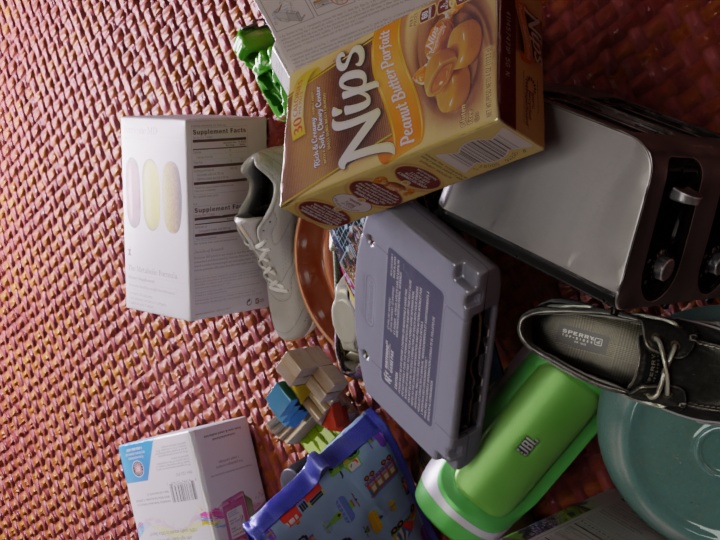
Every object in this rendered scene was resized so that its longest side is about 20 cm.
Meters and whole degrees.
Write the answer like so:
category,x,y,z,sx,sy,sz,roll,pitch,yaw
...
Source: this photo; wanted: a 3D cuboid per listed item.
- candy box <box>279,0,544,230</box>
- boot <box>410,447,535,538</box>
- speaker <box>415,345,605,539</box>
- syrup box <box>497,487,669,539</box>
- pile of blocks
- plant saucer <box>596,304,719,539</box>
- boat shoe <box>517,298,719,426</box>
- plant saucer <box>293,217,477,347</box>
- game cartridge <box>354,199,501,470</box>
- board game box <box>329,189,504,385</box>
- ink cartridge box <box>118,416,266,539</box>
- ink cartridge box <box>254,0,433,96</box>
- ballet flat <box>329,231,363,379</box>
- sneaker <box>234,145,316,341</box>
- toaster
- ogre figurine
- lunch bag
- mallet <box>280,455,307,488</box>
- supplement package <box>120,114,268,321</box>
category,x,y,z,sx,sy,sz,roll,pitch,yaw
candy box,0.033,-0.113,0.851,0.199,0.055,0.116,-18,59,39
boot,0.124,0.199,1.048,0.200,0.074,0.097,46,128,31
speaker,0.132,0.128,0.982,0.088,0.088,0.200,44,103,30
syrup box,0.163,0.239,0.928,0.081,0.199,0.079,26,114,37
pile of blocks,-0.040,0.138,1.131,0.062,0.082,0.200,49,172,24
plant saucer,0.265,0.126,0.882,0.199,0.036,0.201,7,106,24
boat shoe,0.200,0.066,0.838,0.199,0.071,0.073,10,98,28
plant saucer,0.024,-0.009,1.126,0.199,0.032,0.202,8,104,36
game cartridge,0.046,0.042,0.927,0.133,0.041,0.201,38,141,35
board game box,0.034,-0.005,0.984,0.135,0.035,0.201,5,117,54
ink cartridge box,-0.175,0.274,1.342,0.144,0.084,0.201,-17,84,45
ink cartridge box,0.017,-0.210,1.006,0.174,0.199,0.044,62,166,17
ballet flat,0.000,0.000,1.082,0.069,0.071,0.201,3,100,29
sneaker,-0.087,-0.026,1.202,0.075,0.092,0.201,6,102,42
toaster,0.172,-0.060,0.889,0.200,0.180,0.119,29,111,38
ogre figurine,-0.012,-0.158,1.077,0.200,0.120,0.099,30,132,33
lunch bag,-0.022,0.221,1.078,0.094,0.150,0.200,39,157,32
mallet,-0.056,0.278,1.240,0.041,0.066,0.201,21,111,38
supplement package,-0.171,-0.060,1.265,0.113,0.109,0.201,8,102,43
